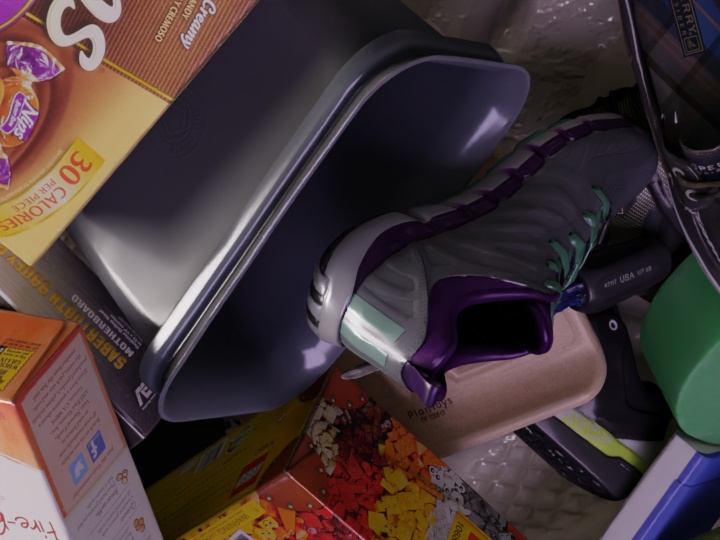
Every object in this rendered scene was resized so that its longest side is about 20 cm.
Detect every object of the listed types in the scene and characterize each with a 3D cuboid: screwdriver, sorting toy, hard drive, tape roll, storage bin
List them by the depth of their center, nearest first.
[{"bbox_3d":[-0.040,-0.055,0.925,0.201,0.134,0.145,-53,155,23],"label":"storage bin"},{"bbox_3d":[0.068,0.023,0.957,0.199,0.028,0.029,-23,135,-33],"label":"screwdriver"},{"bbox_3d":[0.000,0.000,1.020,0.184,0.037,0.201,-23,105,18],"label":"sorting toy"},{"bbox_3d":[0.240,0.015,1.058,0.199,0.048,0.201,-19,151,-10],"label":"tape roll"},{"bbox_3d":[0.147,0.170,1.163,0.201,0.025,0.132,-57,157,16],"label":"hard drive"}]

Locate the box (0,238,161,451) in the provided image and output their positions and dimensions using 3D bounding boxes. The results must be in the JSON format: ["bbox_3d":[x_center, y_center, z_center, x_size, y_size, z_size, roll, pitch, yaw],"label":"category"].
[{"bbox_3d":[-0.191,0.044,0.990,0.158,0.048,0.200,45,138,-10],"label":"box"}]

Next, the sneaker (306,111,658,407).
[{"bbox_3d":[0.074,0.001,0.913,0.199,0.087,0.075,-28,143,-31],"label":"sneaker"}]

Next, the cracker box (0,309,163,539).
[{"bbox_3d":[-0.162,0.108,0.948,0.133,0.058,0.201,7,132,30],"label":"cracker box"}]

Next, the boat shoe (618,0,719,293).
[{"bbox_3d":[0.159,-0.064,0.930,0.069,0.066,0.202,-12,99,25],"label":"boat shoe"}]

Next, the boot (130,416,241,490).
[{"bbox_3d":[-0.136,0.142,1.154,0.149,0.073,0.201,10,123,-13],"label":"boot"}]

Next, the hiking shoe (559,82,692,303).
[{"bbox_3d":[0.149,-0.061,1.004,0.100,0.076,0.201,9,131,-20],"label":"hiking shoe"}]

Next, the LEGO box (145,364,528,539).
[{"bbox_3d":[-0.032,0.156,1.033,0.149,0.077,0.200,42,132,-14],"label":"LEGO box"}]

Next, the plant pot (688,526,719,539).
[{"bbox_3d":[0.244,0.198,1.128,0.189,0.201,0.201,-5,138,-35],"label":"plant pot"}]

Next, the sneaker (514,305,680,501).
[{"bbox_3d":[0.095,0.038,1.108,0.200,0.072,0.083,44,76,-26],"label":"sneaker"}]

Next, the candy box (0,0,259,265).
[{"bbox_3d":[-0.113,-0.112,0.840,0.116,0.057,0.200,40,118,-9],"label":"candy box"}]
